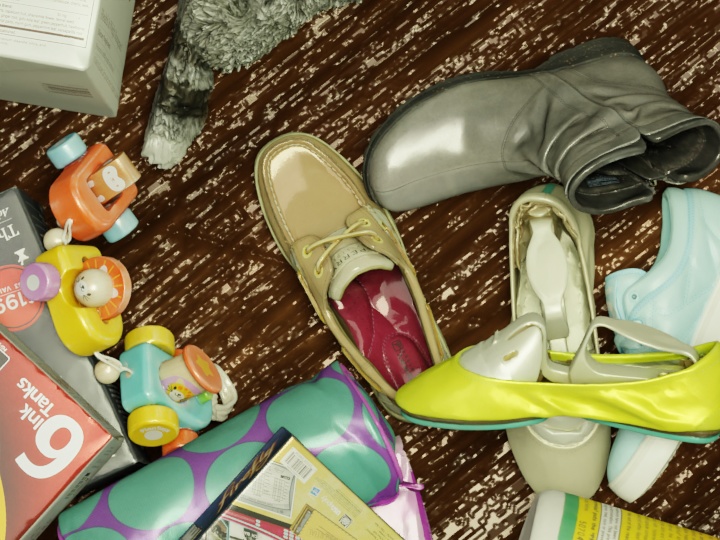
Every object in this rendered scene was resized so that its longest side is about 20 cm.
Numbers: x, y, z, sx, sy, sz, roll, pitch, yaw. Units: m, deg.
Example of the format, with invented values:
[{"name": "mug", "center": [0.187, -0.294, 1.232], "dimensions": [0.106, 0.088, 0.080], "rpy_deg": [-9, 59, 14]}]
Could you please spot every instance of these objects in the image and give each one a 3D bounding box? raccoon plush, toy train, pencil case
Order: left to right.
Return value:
[{"name": "toy train", "center": [-0.127, 0.012, 1.554], "dimensions": [0.056, 0.150, 0.200], "rpy_deg": [-27, 102, 28]}, {"name": "pencil case", "center": [-0.071, 0.135, 1.506], "dimensions": [0.200, 0.085, 0.093], "rpy_deg": [-30, 88, -4]}, {"name": "raccoon plush", "center": [-0.048, -0.150, 1.624], "dimensions": [0.134, 0.097, 0.200], "rpy_deg": [15, 115, -12]}]

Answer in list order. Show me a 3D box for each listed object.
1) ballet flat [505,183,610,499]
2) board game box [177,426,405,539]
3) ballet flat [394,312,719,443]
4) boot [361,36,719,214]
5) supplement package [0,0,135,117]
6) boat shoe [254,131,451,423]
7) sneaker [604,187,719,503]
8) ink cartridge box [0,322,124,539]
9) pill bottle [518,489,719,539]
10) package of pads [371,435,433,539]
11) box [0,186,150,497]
[{"name": "ballet flat", "center": [0.118, 0.045, 1.597], "dimensions": [0.069, 0.069, 0.201], "rpy_deg": [-5, 85, 0]}, {"name": "board game box", "center": [-0.016, 0.204, 1.460], "dimensions": [0.200, 0.035, 0.136], "rpy_deg": [44, 85, -12]}, {"name": "ballet flat", "center": [0.121, 0.058, 1.529], "dimensions": [0.199, 0.067, 0.067], "rpy_deg": [4, 112, 6]}, {"name": "boot", "center": [0.106, -0.072, 1.563], "dimensions": [0.200, 0.132, 0.070], "rpy_deg": [-25, 123, -5]}, {"name": "supplement package", "center": [-0.206, -0.212, 1.556], "dimensions": [0.147, 0.191, 0.201], "rpy_deg": [9, 86, 0]}, {"name": "boat shoe", "center": [0.000, 0.000, 1.600], "dimensions": [0.074, 0.066, 0.200], "rpy_deg": [-33, 86, -3]}, {"name": "sneaker", "center": [0.179, 0.041, 1.597], "dimensions": [0.082, 0.074, 0.200], "rpy_deg": [23, 74, 3]}, {"name": "ink cartridge box", "center": [-0.267, 0.093, 1.480], "dimensions": [0.200, 0.084, 0.176], "rpy_deg": [41, 87, 2]}, {"name": "pill bottle", "center": [0.187, 0.210, 1.559], "dimensions": [0.199, 0.113, 0.113], "rpy_deg": [17, 85, 1]}, {"name": "package of pads", "center": [-0.054, 0.182, 1.580], "dimensions": [0.199, 0.076, 0.121], "rpy_deg": [-14, 86, -1]}, {"name": "box", "center": [-0.254, 0.075, 1.575], "dimensions": [0.200, 0.104, 0.182], "rpy_deg": [-25, 87, -2]}]
